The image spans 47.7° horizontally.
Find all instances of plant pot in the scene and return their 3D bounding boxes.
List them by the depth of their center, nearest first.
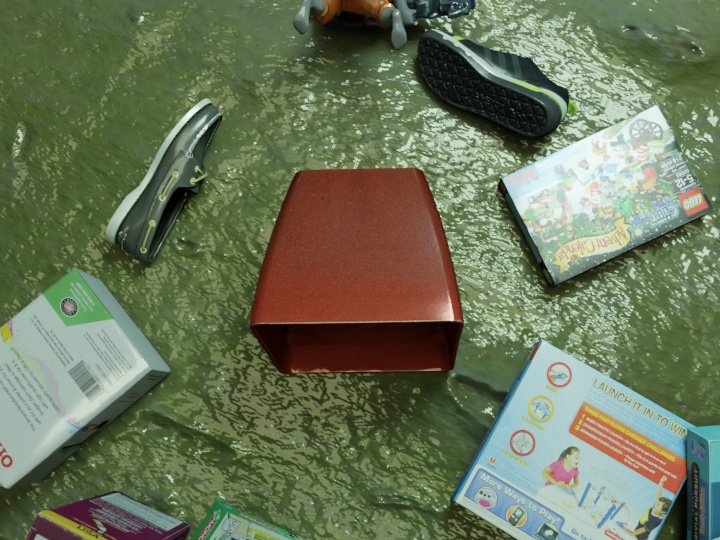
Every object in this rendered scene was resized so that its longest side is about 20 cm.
[{"bbox_3d":[0.000,0.000,0.861,0.199,0.200,0.177,-2,69,3],"label":"plant pot"}]

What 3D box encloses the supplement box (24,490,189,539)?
[{"bbox_3d":[-0.265,0.307,0.811,0.103,0.200,0.132,24,82,7],"label":"supplement box"}]

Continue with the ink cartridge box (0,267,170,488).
[{"bbox_3d":[-0.340,0.120,0.905,0.200,0.084,0.145,-40,80,-4],"label":"ink cartridge box"}]

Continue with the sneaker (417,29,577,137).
[{"bbox_3d":[0.159,-0.223,0.957,0.200,0.072,0.083,35,50,12],"label":"sneaker"}]

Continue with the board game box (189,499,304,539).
[{"bbox_3d":[-0.152,0.349,0.841,0.029,0.134,0.201,26,80,51],"label":"board game box"}]

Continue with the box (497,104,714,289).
[{"bbox_3d":[0.277,-0.084,0.928,0.199,0.038,0.137,-25,80,-1],"label":"box"}]

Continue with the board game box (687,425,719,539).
[{"bbox_3d":[0.437,0.231,0.830,0.199,0.047,0.152,-3,96,-5],"label":"board game box"}]

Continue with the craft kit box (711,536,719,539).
[{"bbox_3d":[0.374,0.351,0.800,0.196,0.049,0.201,-20,111,3],"label":"craft kit box"}]

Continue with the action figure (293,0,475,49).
[{"bbox_3d":[0.027,-0.320,0.917,0.199,0.105,0.194,-1,40,10],"label":"action figure"}]

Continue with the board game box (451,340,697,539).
[{"bbox_3d":[0.231,0.210,0.873,0.199,0.056,0.196,30,83,7],"label":"board game box"}]

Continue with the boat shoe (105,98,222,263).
[{"bbox_3d":[-0.214,-0.103,0.946,0.060,0.072,0.202,34,91,4],"label":"boat shoe"}]
